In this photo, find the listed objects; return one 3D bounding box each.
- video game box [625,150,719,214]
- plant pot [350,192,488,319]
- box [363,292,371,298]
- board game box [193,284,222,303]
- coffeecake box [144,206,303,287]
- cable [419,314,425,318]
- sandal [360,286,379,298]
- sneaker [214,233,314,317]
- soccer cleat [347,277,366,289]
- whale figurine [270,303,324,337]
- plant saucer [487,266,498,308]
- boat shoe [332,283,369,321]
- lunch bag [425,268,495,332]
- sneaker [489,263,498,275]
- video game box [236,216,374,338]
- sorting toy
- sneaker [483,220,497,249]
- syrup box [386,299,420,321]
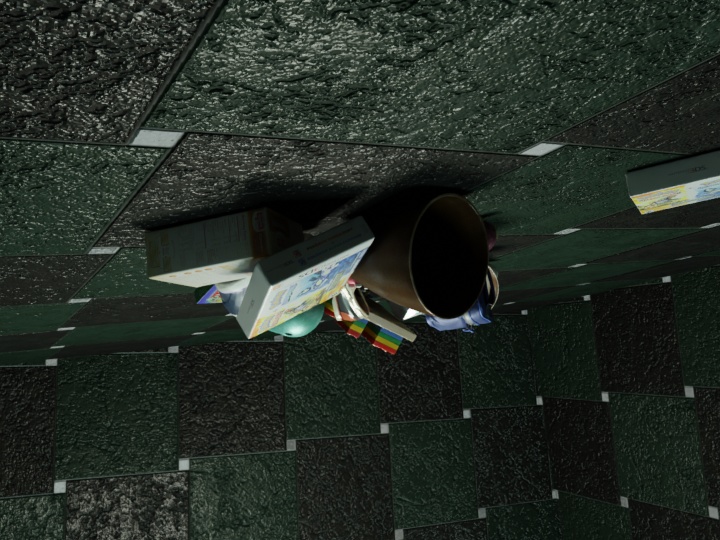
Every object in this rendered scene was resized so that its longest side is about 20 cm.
[{"bbox_3d":[0.543,-0.145,1.145,0.198,0.047,0.182,-13,168,26],"label":"video game box"},{"bbox_3d":[0.071,-0.025,1.135,0.185,0.190,0.199,0,-178,-42],"label":"plant pot"},{"bbox_3d":[0.047,0.014,1.525,0.069,0.065,0.200,-5,171,-15],"label":"box"},{"bbox_3d":[-0.213,0.008,1.336,0.133,0.029,0.200,-3,156,-38],"label":"board game box"},{"bbox_3d":[-0.202,-0.031,1.092,0.197,0.074,0.153,-10,171,14],"label":"coffeecake box"},{"bbox_3d":[0.188,0.052,1.763,0.198,0.051,0.165,15,131,11],"label":"cable"},{"bbox_3d":[-0.001,-0.001,1.373,0.043,0.076,0.201,-42,151,-10],"label":"sandal"},{"bbox_3d":[-0.146,0.022,1.241,0.198,0.081,0.147,-21,143,-1],"label":"sneaker"},{"bbox_3d":[0.062,-0.005,1.281,0.198,0.078,0.067,1,178,-27],"label":"soccer cleat"},{"bbox_3d":[-0.161,0.084,1.372,0.198,0.105,0.159,-19,146,35],"label":"whale figurine"},{"bbox_3d":[0.230,0.039,1.699,0.198,0.202,0.032,-10,-150,11],"label":"plant saucer"},{"bbox_3d":[-0.028,0.018,1.325,0.062,0.072,0.202,-1,132,12],"label":"boat shoe"},{"bbox_3d":[0.199,0.028,1.426,0.131,0.203,0.136,-14,165,19],"label":"lunch bag"},{"bbox_3d":[0.298,0.006,1.808,0.199,0.071,0.080,2,164,-45],"label":"sneaker"},{"bbox_3d":[-0.087,0.013,1.072,0.181,0.047,0.200,-24,163,-27],"label":"video game box"},{"bbox_3d":[-0.004,0.104,1.630,0.199,0.070,0.199,28,-174,-34],"label":"sorting toy"},{"bbox_3d":[0.152,-0.048,1.311,0.198,0.076,0.090,-13,174,25],"label":"sneaker"},{"bbox_3d":[0.160,0.035,1.632,0.198,0.082,0.079,-22,128,17],"label":"syrup box"}]
